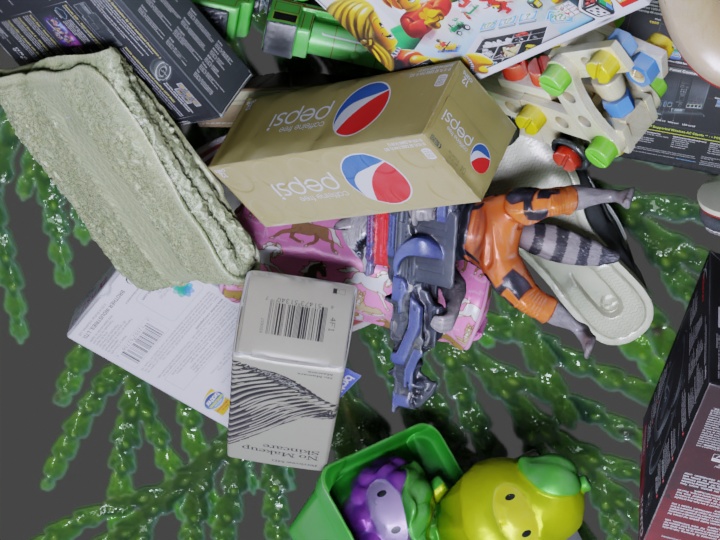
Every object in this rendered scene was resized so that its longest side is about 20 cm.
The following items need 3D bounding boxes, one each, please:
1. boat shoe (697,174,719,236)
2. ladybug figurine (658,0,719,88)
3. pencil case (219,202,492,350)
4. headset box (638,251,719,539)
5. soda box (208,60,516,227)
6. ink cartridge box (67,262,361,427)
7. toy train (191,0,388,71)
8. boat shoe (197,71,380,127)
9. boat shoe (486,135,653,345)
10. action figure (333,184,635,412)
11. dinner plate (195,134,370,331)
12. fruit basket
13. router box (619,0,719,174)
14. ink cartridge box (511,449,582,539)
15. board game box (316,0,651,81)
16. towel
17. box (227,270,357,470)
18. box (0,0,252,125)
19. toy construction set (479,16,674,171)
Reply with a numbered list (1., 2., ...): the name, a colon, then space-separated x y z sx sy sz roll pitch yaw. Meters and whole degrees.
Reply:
1. boat shoe: 0.336 -0.031 1.504 0.199 0.071 0.063 2 132 2
2. ladybug figurine: 0.243 -0.194 1.322 0.135 0.201 0.072 15 166 -6
3. pencil case: 0.000 0.000 1.544 0.199 0.083 0.087 11 166 -2
4. headset box: 0.262 0.113 1.579 0.077 0.149 0.200 13 129 0
5. soda box: -0.002 -0.079 1.378 0.200 0.064 0.068 -6 138 44
6. ink cartridge box: -0.110 0.054 1.633 0.200 0.042 0.119 33 126 -14
7. toy train: -0.038 -0.168 1.457 0.199 0.056 0.042 12 130 0
8. boat shoe: -0.023 -0.102 1.487 0.199 0.072 0.065 0 104 9
9. boat shoe: 0.142 -0.040 1.527 0.072 0.068 0.200 -29 107 20
10. action figure: 0.075 0.000 1.473 0.193 0.105 0.200 15 113 9
11. dinner plate: -0.052 -0.030 1.594 0.200 0.024 0.201 5 131 6
12. fruit basket: 0.071 0.210 1.604 0.215 0.155 0.216 17 116 40
13. router box: 0.254 -0.140 1.428 0.199 0.062 0.150 10 131 1
14. ink cartridge box: 0.082 0.252 1.727 0.200 0.084 0.145 -29 86 29
15. board game box: 0.066 -0.179 1.277 0.126 0.035 0.200 41 144 -23
16. towel: -0.164 -0.066 1.478 0.148 0.037 0.200 -5 126 49
17. box: -0.051 0.074 1.523 0.082 0.069 0.200 8 154 0
18. box: -0.191 -0.177 1.439 0.160 0.044 0.200 -6 133 49
19. toy construction set: 0.116 -0.134 1.379 0.092 0.200 0.131 -40 137 -12
